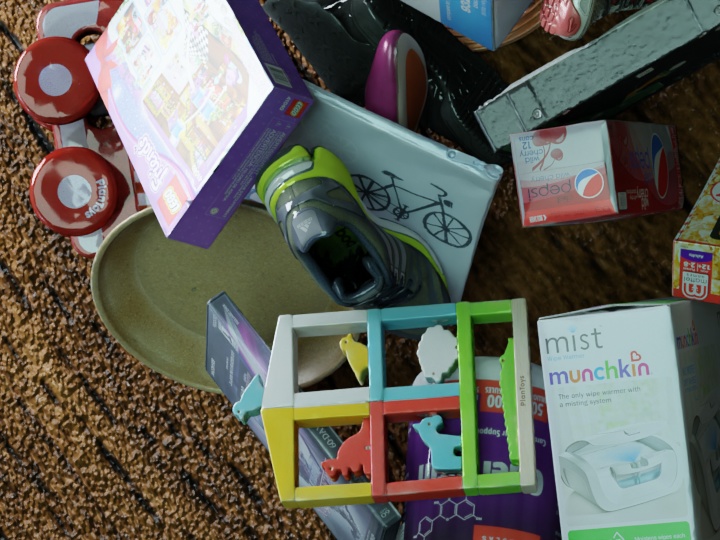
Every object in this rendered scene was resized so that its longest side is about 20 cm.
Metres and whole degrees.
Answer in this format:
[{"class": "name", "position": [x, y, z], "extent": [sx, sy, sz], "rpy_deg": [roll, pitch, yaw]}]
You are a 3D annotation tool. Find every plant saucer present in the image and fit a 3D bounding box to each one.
[{"class": "plant saucer", "position": [-0.095, 0.011, 1.740], "extent": [0.199, 0.036, 0.201], "rpy_deg": [6, 135, 6]}]

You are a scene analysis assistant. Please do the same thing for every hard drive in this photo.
[{"class": "hard drive", "position": [0.182, -0.140, 1.626], "extent": [0.200, 0.140, 0.038], "rpy_deg": [-30, 82, 14]}]

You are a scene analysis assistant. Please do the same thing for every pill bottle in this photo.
[{"class": "pill bottle", "position": [0.084, 0.166, 1.607], "extent": [0.112, 0.112, 0.201], "rpy_deg": [-4, 68, 20]}]

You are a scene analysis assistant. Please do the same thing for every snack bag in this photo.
[{"class": "snack bag", "position": [0.000, -0.055, 1.681], "extent": [0.188, 0.200, 0.021], "rpy_deg": [26, 57, 8]}]

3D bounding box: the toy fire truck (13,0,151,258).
[{"class": "toy fire truck", "position": [-0.169, -0.108, 1.793], "extent": [0.167, 0.112, 0.201], "rpy_deg": [-8, 89, -4]}]

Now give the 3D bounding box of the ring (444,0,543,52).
[{"class": "ring", "position": [0.078, -0.259, 1.733], "extent": [0.200, 0.019, 0.201], "rpy_deg": [0, 91, 20]}]

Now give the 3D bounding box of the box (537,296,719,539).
[{"class": "box", "position": [0.193, 0.108, 1.605], "extent": [0.096, 0.200, 0.177], "rpy_deg": [-6, 88, 19]}]

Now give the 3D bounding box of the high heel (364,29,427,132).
[{"class": "high heel", "position": [-0.005, -0.101, 1.690], "extent": [0.096, 0.068, 0.200], "rpy_deg": [14, 140, 12]}]

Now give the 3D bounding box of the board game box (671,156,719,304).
[{"class": "board game box", "position": [0.322, -0.023, 1.579], "extent": [0.199, 0.152, 0.046], "rpy_deg": [10, 123, 20]}]

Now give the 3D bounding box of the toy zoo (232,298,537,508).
[{"class": "toy zoo", "position": [0.015, 0.089, 1.577], "extent": [0.199, 0.020, 0.132], "rpy_deg": [-5, 68, 8]}]

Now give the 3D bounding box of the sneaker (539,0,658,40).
[{"class": "sneaker", "position": [0.188, -0.211, 1.608], "extent": [0.082, 0.200, 0.078], "rpy_deg": [35, 137, 10]}]

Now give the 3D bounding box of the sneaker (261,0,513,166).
[{"class": "sneaker", "position": [0.025, -0.144, 1.733], "extent": [0.200, 0.060, 0.104], "rpy_deg": [47, 143, -13]}]

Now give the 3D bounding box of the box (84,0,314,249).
[{"class": "box", "position": [-0.115, -0.132, 1.642], "extent": [0.137, 0.039, 0.200], "rpy_deg": [-52, 44, 25]}]

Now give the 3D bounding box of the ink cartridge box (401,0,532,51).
[{"class": "ink cartridge box", "position": [0.049, -0.270, 1.661], "extent": [0.200, 0.084, 0.145], "rpy_deg": [31, 72, 17]}]

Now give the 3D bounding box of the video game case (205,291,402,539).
[{"class": "video game case", "position": [-0.043, 0.118, 1.666], "extent": [0.019, 0.143, 0.200], "rpy_deg": [-34, 75, -16]}]

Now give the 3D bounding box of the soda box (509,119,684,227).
[{"class": "soda box", "position": [0.163, -0.065, 1.610], "extent": [0.070, 0.200, 0.064], "rpy_deg": [-8, 89, 21]}]

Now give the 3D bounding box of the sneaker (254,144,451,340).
[{"class": "sneaker", "position": [0.000, 0.000, 1.622], "extent": [0.074, 0.200, 0.081], "rpy_deg": [-34, 45, 17]}]

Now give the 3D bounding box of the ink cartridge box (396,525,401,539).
[{"class": "ink cartridge box", "position": [0.104, 0.272, 1.704], "extent": [0.146, 0.083, 0.201], "rpy_deg": [-7, 89, 20]}]
